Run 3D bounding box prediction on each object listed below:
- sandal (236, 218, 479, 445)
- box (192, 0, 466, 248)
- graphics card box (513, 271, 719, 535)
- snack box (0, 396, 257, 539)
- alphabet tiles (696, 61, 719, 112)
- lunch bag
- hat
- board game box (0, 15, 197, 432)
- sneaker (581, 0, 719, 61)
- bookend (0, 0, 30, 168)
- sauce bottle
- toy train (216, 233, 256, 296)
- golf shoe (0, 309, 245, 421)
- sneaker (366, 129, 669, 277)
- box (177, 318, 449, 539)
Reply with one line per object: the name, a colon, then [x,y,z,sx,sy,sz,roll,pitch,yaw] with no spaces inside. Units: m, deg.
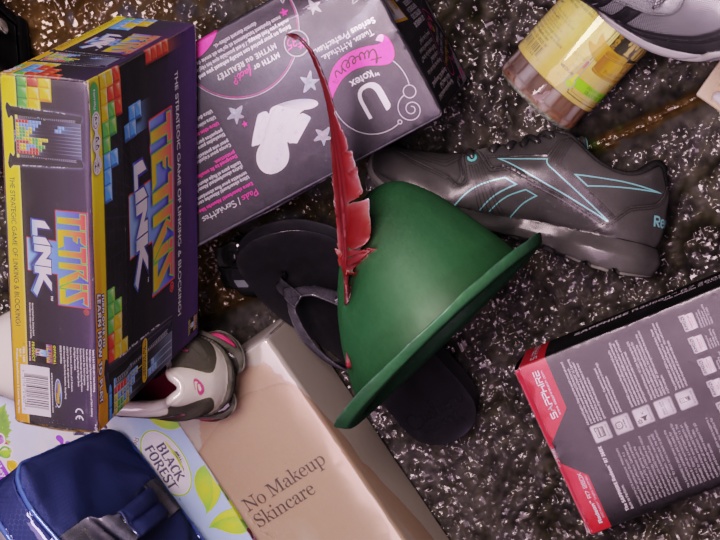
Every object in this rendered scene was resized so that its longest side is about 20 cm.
sandal: [0.002,0.041,1.246,0.200,0.043,0.076,41,119,-11]
box: [-0.048,-0.112,1.203,0.199,0.132,0.115,-26,99,17]
graphics card box: [0.216,0.077,1.228,0.199,0.051,0.126,-24,95,17]
snack box: [-0.173,0.151,1.319,0.168,0.068,0.201,-30,95,16]
alphabet tiles: [0.312,-0.141,1.183,0.199,0.008,0.168,35,107,3]
lunch bag: [-0.183,0.184,1.190,0.132,0.200,0.136,-42,86,13]
hat: [-0.001,-0.031,1.155,0.176,0.165,0.200,47,123,6]
board game box: [-0.145,-0.031,1.088,0.056,0.165,0.202,6,110,15]
sneaker: [0.141,-0.185,1.094,0.199,0.114,0.076,32,100,20]
bookend: [-0.291,-0.196,1.246,0.092,0.200,0.200,-24,140,16]
sauce bottle: [0.174,-0.178,1.175,0.065,0.065,0.200,42,108,1]
toy train: [0.000,0.000,1.267,0.198,0.034,0.046,0,105,13]
golf shoe: [-0.175,0.057,1.220,0.198,0.088,0.078,3,93,20]
sneaker: [0.104,-0.056,1.221,0.198,0.075,0.080,16,95,0]
box: [-0.033,0.140,1.280,0.095,0.078,0.201,-35,93,17]
